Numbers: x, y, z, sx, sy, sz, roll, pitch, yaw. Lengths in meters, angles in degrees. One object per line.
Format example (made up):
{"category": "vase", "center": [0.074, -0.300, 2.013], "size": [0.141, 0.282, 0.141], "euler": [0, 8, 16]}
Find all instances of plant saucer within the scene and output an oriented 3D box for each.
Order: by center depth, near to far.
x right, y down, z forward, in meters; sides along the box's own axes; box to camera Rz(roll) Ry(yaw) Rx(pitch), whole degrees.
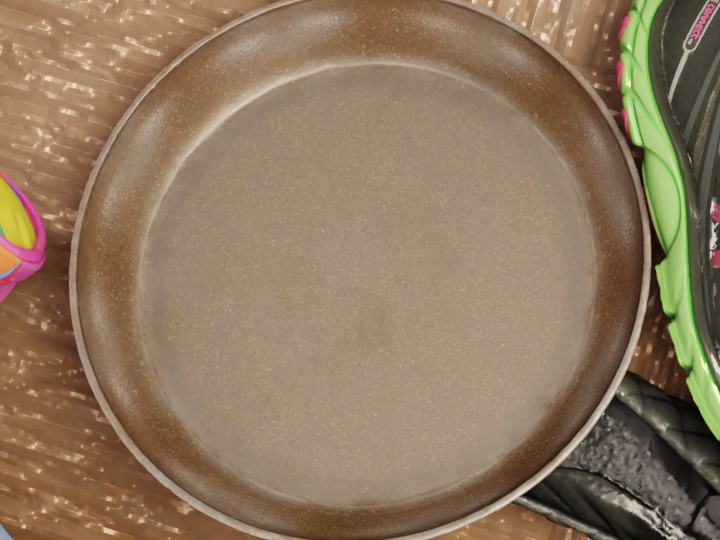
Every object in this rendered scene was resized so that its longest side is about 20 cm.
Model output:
{"category": "plant saucer", "center": [0.000, 0.000, 0.802], "size": [0.198, 0.032, 0.202], "euler": [-3, 70, 7]}

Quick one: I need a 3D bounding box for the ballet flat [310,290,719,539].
{"category": "ballet flat", "center": [0.073, 0.058, 0.806], "size": [0.199, 0.057, 0.067], "euler": [24, 97, 9]}

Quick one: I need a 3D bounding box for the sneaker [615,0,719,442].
{"category": "sneaker", "center": [0.144, -0.008, 0.771], "size": [0.083, 0.077, 0.202], "euler": [-17, 87, 28]}

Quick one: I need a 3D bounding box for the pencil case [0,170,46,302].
{"category": "pencil case", "center": [-0.206, 0.029, 0.842], "size": [0.200, 0.088, 0.089], "euler": [-41, 86, 8]}

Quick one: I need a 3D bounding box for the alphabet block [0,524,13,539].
{"category": "alphabet block", "center": [-0.204, 0.185, 0.757], "size": [0.195, 0.196, 0.201], "euler": [43, 108, 28]}
